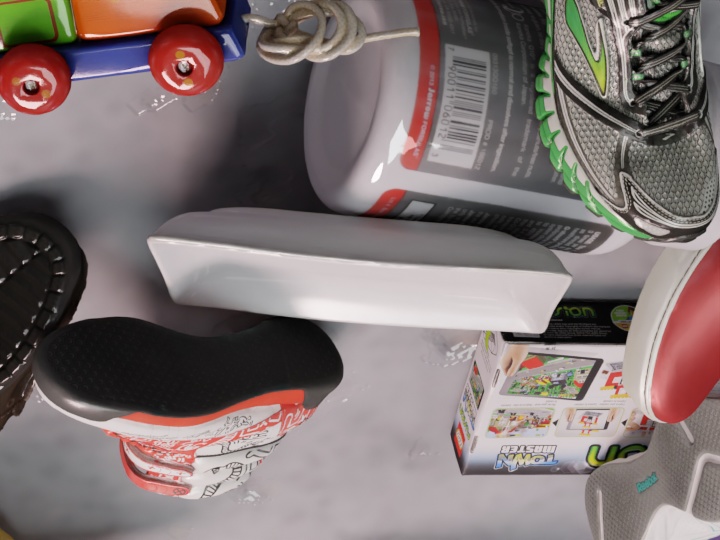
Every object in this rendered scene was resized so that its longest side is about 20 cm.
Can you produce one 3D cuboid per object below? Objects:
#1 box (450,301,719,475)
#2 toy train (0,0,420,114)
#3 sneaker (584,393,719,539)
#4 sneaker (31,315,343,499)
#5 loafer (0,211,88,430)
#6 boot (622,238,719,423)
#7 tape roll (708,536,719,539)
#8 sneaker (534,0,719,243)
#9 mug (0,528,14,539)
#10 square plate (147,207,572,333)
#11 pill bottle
[{"bbox_3d":[0.160,0.068,1.524,0.200,0.035,0.110,1,134,-16],"label":"box"},{"bbox_3d":[-0.080,-0.146,1.207,0.200,0.085,0.116,-7,123,6],"label":"toy train"},{"bbox_3d":[0.196,0.108,1.478,0.080,0.070,0.200,-9,166,-23],"label":"sneaker"},{"bbox_3d":[-0.107,0.079,1.409,0.201,0.067,0.108,-3,144,-47],"label":"sneaker"},{"bbox_3d":[-0.201,0.046,1.397,0.200,0.073,0.071,-51,168,24],"label":"loafer"},{"bbox_3d":[0.231,0.013,1.359,0.200,0.144,0.072,-59,148,7],"label":"boot"},{"bbox_3d":[0.252,0.253,1.615,0.200,0.200,0.066,18,128,-29],"label":"tape roll"},{"bbox_3d":[0.120,-0.108,1.220,0.078,0.200,0.085,-18,-177,-25],"label":"sneaker"},{"bbox_3d":[-0.219,0.220,1.495,0.187,0.153,0.149,23,125,-32],"label":"mug"},{"bbox_3d":[0.000,0.000,1.334,0.198,0.028,0.200,4,171,0],"label":"square plate"},{"bbox_3d":[0.083,-0.069,1.309,0.200,0.116,0.116,9,131,-23],"label":"pill bottle"}]
